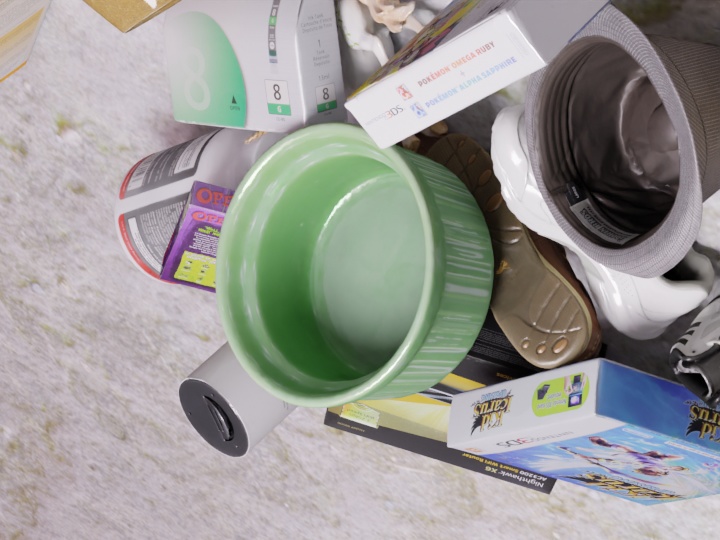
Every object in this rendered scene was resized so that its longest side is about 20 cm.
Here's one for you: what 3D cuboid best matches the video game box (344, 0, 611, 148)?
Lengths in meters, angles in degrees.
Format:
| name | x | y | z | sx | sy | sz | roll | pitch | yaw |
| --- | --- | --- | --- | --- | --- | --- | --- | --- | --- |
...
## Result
| name | x | y | z | sx | sy | sz | roll | pitch | yaw |
| --- | --- | --- | --- | --- | --- | --- | --- | --- | --- |
| video game box | 0.105 | -0.168 | 1.281 | 0.047 | 0.200 | 0.182 | 53 | 148 | -12 |

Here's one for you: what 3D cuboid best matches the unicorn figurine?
| name | x | y | z | sx | sy | sz | roll | pitch | yaw |
| --- | --- | --- | --- | --- | --- | --- | --- | --- | --- |
| unicorn figurine | 0.002 | -0.147 | 1.555 | 0.137 | 0.074 | 0.201 | 41 | 134 | 28 |

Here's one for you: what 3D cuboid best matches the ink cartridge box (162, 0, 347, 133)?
| name | x | y | z | sx | sy | sz | roll | pitch | yaw |
| --- | --- | --- | --- | --- | --- | --- | --- | --- | --- |
| ink cartridge box | -0.087 | -0.206 | 1.540 | 0.160 | 0.050 | 0.202 | 10 | 114 | 47 |

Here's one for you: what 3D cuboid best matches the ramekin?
| name | x | y | z | sx | sy | sz | roll | pitch | yaw |
| --- | --- | --- | --- | --- | --- | --- | --- | --- | --- |
| ramekin | 0.000 | 0.000 | 1.496 | 0.199 | 0.097 | 0.202 | -5 | 81 | 37 |

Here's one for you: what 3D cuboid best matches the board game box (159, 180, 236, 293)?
| name | x | y | z | sx | sy | sz | roll | pitch | yaw |
| --- | --- | --- | --- | --- | --- | --- | --- | --- | --- |
| board game box | -0.050 | -0.007 | 1.638 | 0.198 | 0.033 | 0.120 | 15 | 152 | -11 |

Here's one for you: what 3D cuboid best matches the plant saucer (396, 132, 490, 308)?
| name | x | y | z | sx | sy | sz | roll | pitch | yaw |
| --- | --- | --- | --- | --- | --- | --- | --- | --- | --- |
| plant saucer | 0.070 | -0.021 | 1.634 | 0.199 | 0.034 | 0.201 | 29 | 143 | 25 |

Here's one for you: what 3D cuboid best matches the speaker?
| name | x | y | z | sx | sy | sz | roll | pitch | yaw |
| --- | --- | --- | --- | --- | --- | --- | --- | --- | --- |
| speaker | -0.057 | 0.065 | 1.714 | 0.081 | 0.200 | 0.082 | 30 | 144 | 25 |

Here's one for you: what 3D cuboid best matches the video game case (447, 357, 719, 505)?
| name | x | y | z | sx | sy | sz | roll | pitch | yaw |
| --- | --- | --- | --- | --- | --- | --- | --- | --- | --- |
| video game case | 0.194 | 0.123 | 1.526 | 0.199 | 0.046 | 0.181 | 19 | 160 | -28 |

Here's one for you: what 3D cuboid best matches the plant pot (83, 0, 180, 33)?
| name | x | y | z | sx | sy | sz | roll | pitch | yaw |
| --- | --- | --- | --- | --- | --- | --- | --- | --- | --- |
| plant pot | -0.175 | -0.272 | 1.421 | 0.186 | 0.186 | 0.201 | -20 | 104 | 56 |

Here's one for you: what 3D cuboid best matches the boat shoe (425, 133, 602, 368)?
| name | x | y | z | sx | sy | sz | roll | pitch | yaw |
| --- | --- | --- | --- | --- | --- | --- | --- | --- | --- |
| boat shoe | 0.111 | -0.011 | 1.521 | 0.072 | 0.067 | 0.201 | -40 | 66 | 19 |

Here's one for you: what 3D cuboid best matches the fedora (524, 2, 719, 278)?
| name | x | y | z | sx | sy | sz | roll | pitch | yaw |
| --- | --- | --- | --- | --- | --- | --- | --- | --- | --- |
| fedora | 0.189 | -0.092 | 1.343 | 0.178 | 0.090 | 0.200 | 61 | 153 | 18 |

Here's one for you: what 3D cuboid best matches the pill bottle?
| name | x | y | z | sx | sy | sz | roll | pitch | yaw |
| --- | --- | --- | --- | --- | --- | --- | --- | --- | --- |
| pill bottle | -0.108 | -0.058 | 1.720 | 0.199 | 0.116 | 0.116 | -13 | 115 | 51 |

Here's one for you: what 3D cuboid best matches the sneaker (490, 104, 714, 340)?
| name | x | y | z | sx | sy | sz | roll | pitch | yaw |
| --- | --- | --- | --- | --- | --- | --- | --- | --- | --- |
| sneaker | 0.177 | -0.048 | 1.456 | 0.200 | 0.078 | 0.099 | 46 | 140 | -12 |

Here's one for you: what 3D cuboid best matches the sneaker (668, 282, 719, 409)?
| name | x | y | z | sx | sy | sz | roll | pitch | yaw |
| --- | --- | --- | --- | --- | --- | --- | --- | --- | --- |
| sneaker | 0.284 | 0.047 | 1.378 | 0.076 | 0.115 | 0.200 | 54 | 147 | -11 |

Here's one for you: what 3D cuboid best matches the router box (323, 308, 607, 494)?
| name | x | y | z | sx | sy | sz | roll | pitch | yaw |
| --- | --- | --- | --- | --- | --- | --- | --- | --- | --- |
| router box | 0.080 | 0.092 | 1.652 | 0.198 | 0.053 | 0.158 | 17 | 144 | 1 |

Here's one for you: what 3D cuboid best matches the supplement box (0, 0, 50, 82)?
| name | x | y | z | sx | sy | sz | roll | pitch | yaw |
| --- | --- | --- | --- | --- | --- | --- | --- | --- | --- |
| supplement box | -0.338 | -0.223 | 1.809 | 0.074 | 0.126 | 0.200 | 46 | 147 | 5 |
